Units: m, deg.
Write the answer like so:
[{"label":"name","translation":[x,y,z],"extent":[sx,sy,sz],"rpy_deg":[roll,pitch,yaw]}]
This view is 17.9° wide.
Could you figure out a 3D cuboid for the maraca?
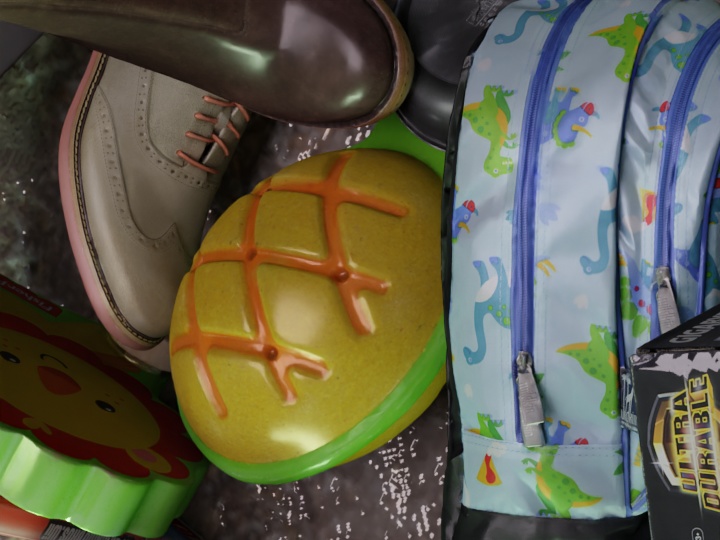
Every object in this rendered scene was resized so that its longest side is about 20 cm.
[{"label":"maraca","translation":[0.000,0.000,0.937],"extent":[0.200,0.107,0.137],"rpy_deg":[-48,48,5]}]

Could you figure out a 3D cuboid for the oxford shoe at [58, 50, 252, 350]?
[{"label":"oxford shoe","translation":[-0.081,-0.066,0.990],"extent":[0.074,0.071,0.200],"rpy_deg":[-9,72,30]}]

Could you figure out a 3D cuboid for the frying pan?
[{"label":"frying pan","translation":[0.046,-0.127,0.931],"extent":[0.115,0.031,0.190],"rpy_deg":[-31,55,10]}]

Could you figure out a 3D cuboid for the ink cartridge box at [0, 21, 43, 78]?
[{"label":"ink cartridge box","translation":[-0.221,-0.141,1.053],"extent":[0.174,0.044,0.200],"rpy_deg":[28,67,32]}]

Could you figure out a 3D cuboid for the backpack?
[{"label":"backpack","translation":[0.092,-0.002,0.820],"extent":[0.154,0.163,0.200],"rpy_deg":[-11,94,31]}]

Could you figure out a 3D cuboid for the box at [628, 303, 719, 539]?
[{"label":"box","translation":[0.154,0.102,0.754],"extent":[0.050,0.200,0.199],"rpy_deg":[-5,98,28]}]

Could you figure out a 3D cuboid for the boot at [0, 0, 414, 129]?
[{"label":"boot","translation":[-0.096,-0.101,0.889],"extent":[0.200,0.166,0.072],"rpy_deg":[27,111,28]}]

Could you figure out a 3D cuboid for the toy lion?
[{"label":"toy lion","translation":[-0.154,0.040,0.972],"extent":[0.200,0.192,0.069],"rpy_deg":[29,104,1]}]

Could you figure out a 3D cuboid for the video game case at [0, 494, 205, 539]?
[{"label":"video game case","translation":[-0.162,0.077,0.997],"extent":[0.143,0.200,0.017],"rpy_deg":[36,94,29]}]
